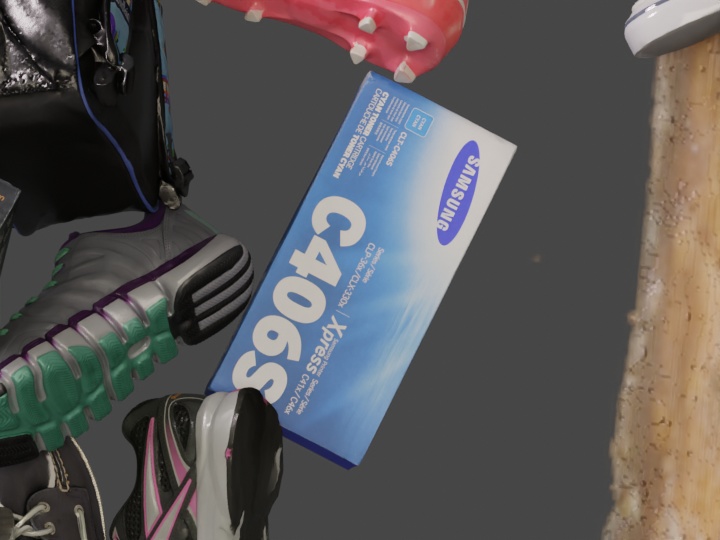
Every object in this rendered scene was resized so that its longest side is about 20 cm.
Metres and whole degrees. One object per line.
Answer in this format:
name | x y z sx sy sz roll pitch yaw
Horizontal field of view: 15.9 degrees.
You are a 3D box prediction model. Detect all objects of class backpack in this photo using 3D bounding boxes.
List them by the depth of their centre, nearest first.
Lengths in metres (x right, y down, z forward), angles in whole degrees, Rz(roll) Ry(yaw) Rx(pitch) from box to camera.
backpack | -0.176 -0.137 1.362 0.134 0.183 0.201 -10 69 6

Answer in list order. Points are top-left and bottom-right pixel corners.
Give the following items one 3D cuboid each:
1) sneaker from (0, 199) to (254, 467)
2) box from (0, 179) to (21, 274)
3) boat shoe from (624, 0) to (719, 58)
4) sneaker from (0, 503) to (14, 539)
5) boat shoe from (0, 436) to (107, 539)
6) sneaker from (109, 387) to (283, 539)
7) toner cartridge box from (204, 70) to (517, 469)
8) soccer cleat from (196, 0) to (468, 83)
sneaker | -0.157 0.030 1.390 0.200 0.075 0.088 -31 54 -23
box | -0.260 -0.030 1.324 0.159 0.200 0.046 29 69 -3
boat shoe | 0.225 -0.187 1.469 0.200 0.074 0.065 -29 83 -19
sneaker | -0.272 0.168 1.356 0.199 0.077 0.089 2 119 18
boat shoe | -0.169 0.147 1.383 0.072 0.063 0.201 -20 85 -6
sneaker | -0.093 0.160 1.394 0.086 0.080 0.201 5 91 26
toner cartridge box | 0.000 0.000 1.429 0.095 0.043 0.200 27 81 -4
soccer cleat | -0.034 -0.174 1.444 0.200 0.067 0.077 26 50 3
